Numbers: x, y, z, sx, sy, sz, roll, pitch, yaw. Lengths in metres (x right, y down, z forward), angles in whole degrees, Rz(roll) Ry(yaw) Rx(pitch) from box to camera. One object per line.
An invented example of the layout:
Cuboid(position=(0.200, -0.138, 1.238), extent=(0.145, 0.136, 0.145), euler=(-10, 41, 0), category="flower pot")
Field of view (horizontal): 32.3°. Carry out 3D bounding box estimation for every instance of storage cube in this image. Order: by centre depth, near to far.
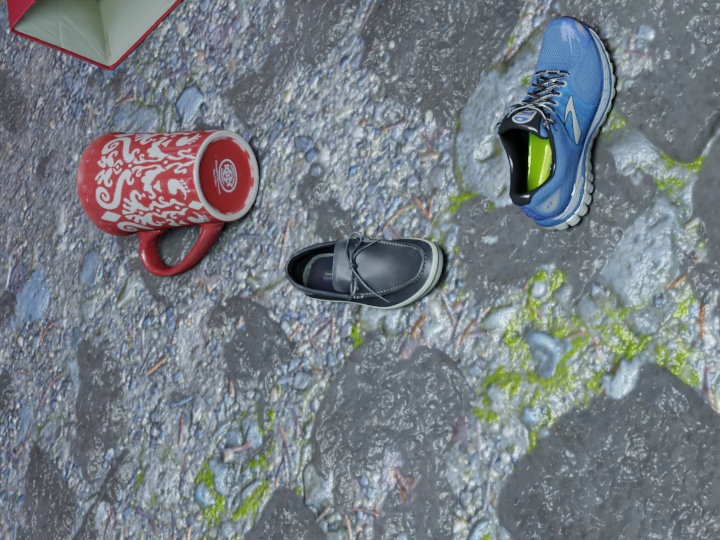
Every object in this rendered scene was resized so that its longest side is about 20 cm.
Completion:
Cuboid(position=(-0.375, -0.417, 1.711), extent=(0.200, 0.171, 0.180), euler=(-35, 56, 33), category="storage cube")

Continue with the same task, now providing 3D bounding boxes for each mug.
Cuboid(position=(-0.221, -0.095, 1.527), extent=(0.200, 0.178, 0.133), euler=(-2, 41, 40), category="mug")

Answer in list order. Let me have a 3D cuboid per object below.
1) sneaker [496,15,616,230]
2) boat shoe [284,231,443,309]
Cuboid(position=(0.178, -0.143, 1.151), extent=(0.079, 0.089, 0.200), euler=(-2, 77, 43), category="sneaker")
Cuboid(position=(0.000, 0.000, 1.303), extent=(0.200, 0.062, 0.075), euler=(-3, 75, 42), category="boat shoe")
